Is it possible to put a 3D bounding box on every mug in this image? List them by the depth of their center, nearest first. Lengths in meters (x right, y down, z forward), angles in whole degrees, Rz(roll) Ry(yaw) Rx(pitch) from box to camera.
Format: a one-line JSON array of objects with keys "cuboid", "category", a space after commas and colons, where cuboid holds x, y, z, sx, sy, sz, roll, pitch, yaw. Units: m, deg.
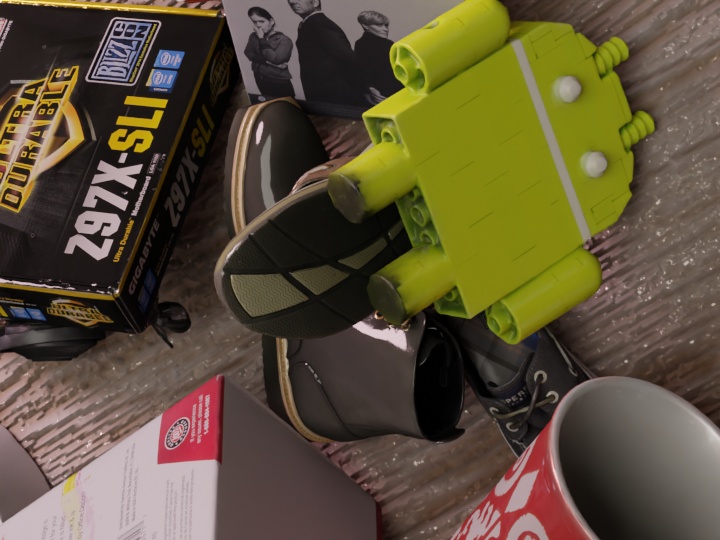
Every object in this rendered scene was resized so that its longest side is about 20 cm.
[{"cuboid": [0.124, 0.179, 1.435, 0.177, 0.134, 0.200, 34, 132, -8], "category": "mug"}]

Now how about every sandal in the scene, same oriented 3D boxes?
[{"cuboid": [-0.001, -0.030, 1.440, 0.057, 0.201, 0.080, 4, 125, 52], "category": "sandal"}]

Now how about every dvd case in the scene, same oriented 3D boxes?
[{"cuboid": [-0.006, -0.152, 1.457, 0.150, 0.200, 0.025, 9, 54, 17], "category": "dvd case"}]

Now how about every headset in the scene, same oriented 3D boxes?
[{"cuboid": [-0.185, 0.000, 1.588, 0.200, 0.094, 0.124, 21, 103, 31], "category": "headset"}]

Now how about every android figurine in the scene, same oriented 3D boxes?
[{"cuboid": [0.077, -0.057, 1.432, 0.041, 0.200, 0.182, 10, 125, 56], "category": "android figurine"}]

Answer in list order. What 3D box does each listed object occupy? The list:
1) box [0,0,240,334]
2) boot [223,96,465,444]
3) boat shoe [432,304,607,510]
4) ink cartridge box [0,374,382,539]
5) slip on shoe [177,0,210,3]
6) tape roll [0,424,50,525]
[{"cuboid": [-0.172, -0.064, 1.545, 0.159, 0.049, 0.200, 7, 59, 21], "category": "box"}, {"cuboid": [0.000, 0.000, 1.492, 0.138, 0.077, 0.200, 2, 109, 53], "category": "boot"}, {"cuboid": [0.089, 0.056, 1.490, 0.070, 0.066, 0.200, -32, 82, 22], "category": "boat shoe"}, {"cuboid": [-0.106, 0.191, 1.513, 0.200, 0.145, 0.145, -34, 123, 24], "category": "ink cartridge box"}, {"cuboid": [-0.023, -0.166, 1.523, 0.200, 0.074, 0.061, -1, 123, 28], "category": "slip on shoe"}, {"cuboid": [-0.284, 0.182, 1.658, 0.202, 0.071, 0.203, 2, 95, 22], "category": "tape roll"}]
